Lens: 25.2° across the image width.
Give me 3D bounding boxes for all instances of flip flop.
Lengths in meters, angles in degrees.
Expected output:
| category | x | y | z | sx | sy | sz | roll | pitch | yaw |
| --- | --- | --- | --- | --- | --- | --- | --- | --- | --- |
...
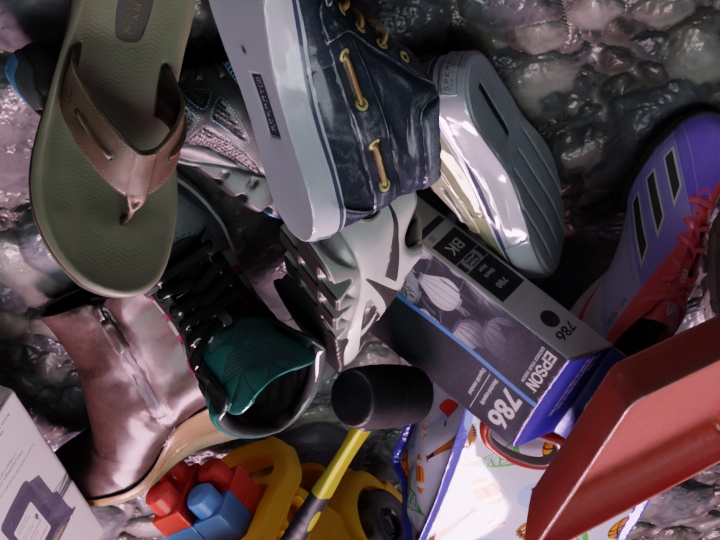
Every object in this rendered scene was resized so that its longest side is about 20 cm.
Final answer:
| category | x | y | z | sx | sy | sz | roll | pitch | yaw |
| --- | --- | --- | --- | --- | --- | --- | --- | --- | --- |
| flip flop | -0.118 | -0.083 | 0.823 | 0.081 | 0.058 | 0.201 | 7 | 100 | -25 |

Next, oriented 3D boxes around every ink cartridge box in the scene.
| category | x | y | z | sx | sy | sz | roll | pitch | yaw |
| --- | --- | --- | --- | --- | --- | --- | --- | --- | --- |
| ink cartridge box | 0.077 | 0.040 | 1.028 | 0.200 | 0.039 | 0.100 | 37 | 137 | 12 |
| ink cartridge box | -0.278 | 0.142 | 1.088 | 0.144 | 0.084 | 0.200 | 17 | 150 | 22 |

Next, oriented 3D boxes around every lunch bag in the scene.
| category | x | y | z | sx | sy | sz | roll | pitch | yaw |
| --- | --- | --- | --- | --- | --- | --- | --- | --- | --- |
| lunch bag | 0.128 | 0.115 | 1.168 | 0.170 | 0.124 | 0.200 | 3 | 135 | -14 |

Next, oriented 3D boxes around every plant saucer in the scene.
| category | x | y | z | sx | sy | sz | roll | pitch | yaw |
| --- | --- | --- | --- | --- | --- | --- | --- | --- | --- |
| plant saucer | 0.199 | 0.087 | 1.013 | 0.199 | 0.037 | 0.200 | -21 | 151 | -29 |

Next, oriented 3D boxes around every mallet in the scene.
| category | x | y | z | sx | sy | sz | roll | pitch | yaw |
| --- | --- | --- | --- | --- | --- | --- | --- | --- | --- |
| mallet | -0.015 | 0.141 | 1.070 | 0.066 | 0.041 | 0.200 | -7 | 133 | -43 |

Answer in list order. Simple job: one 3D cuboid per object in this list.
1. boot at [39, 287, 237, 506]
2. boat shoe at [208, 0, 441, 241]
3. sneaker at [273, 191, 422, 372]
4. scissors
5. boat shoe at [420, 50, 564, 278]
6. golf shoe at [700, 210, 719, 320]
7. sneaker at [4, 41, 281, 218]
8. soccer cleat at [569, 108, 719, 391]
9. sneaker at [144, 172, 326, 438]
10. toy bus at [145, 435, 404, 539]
| category | x | y | z | sx | sy | sz | roll | pitch | yaw |
| --- | --- | --- | --- | --- | --- | --- | --- | --- | --- |
| boot | -0.172 | 0.076 | 1.112 | 0.200 | 0.072 | 0.166 | -23 | 129 | 18 |
| boat shoe | -0.019 | -0.121 | 0.850 | 0.091 | 0.071 | 0.201 | -24 | 115 | -23 |
| sneaker | 0.000 | 0.000 | 0.986 | 0.088 | 0.074 | 0.200 | -35 | 170 | -16 |
| scissors | 0.172 | 0.126 | 1.113 | 0.200 | 0.014 | 0.073 | 27 | 105 | -25 |
| boat shoe | 0.073 | -0.064 | 0.984 | 0.062 | 0.072 | 0.200 | 0 | 146 | 28 |
| golf shoe | 0.259 | 0.019 | 1.108 | 0.078 | 0.097 | 0.200 | -36 | 131 | -13 |
| sneaker | -0.100 | -0.097 | 0.900 | 0.200 | 0.073 | 0.082 | 17 | 113 | -33 |
| soccer cleat | 0.192 | -0.004 | 1.028 | 0.068 | 0.073 | 0.200 | 16 | 110 | -27 |
| sneaker | -0.085 | 0.030 | 0.978 | 0.084 | 0.121 | 0.200 | -38 | 129 | -10 |
| toy bus | -0.073 | 0.196 | 1.211 | 0.136 | 0.200 | 0.192 | -28 | 111 | 30 |
